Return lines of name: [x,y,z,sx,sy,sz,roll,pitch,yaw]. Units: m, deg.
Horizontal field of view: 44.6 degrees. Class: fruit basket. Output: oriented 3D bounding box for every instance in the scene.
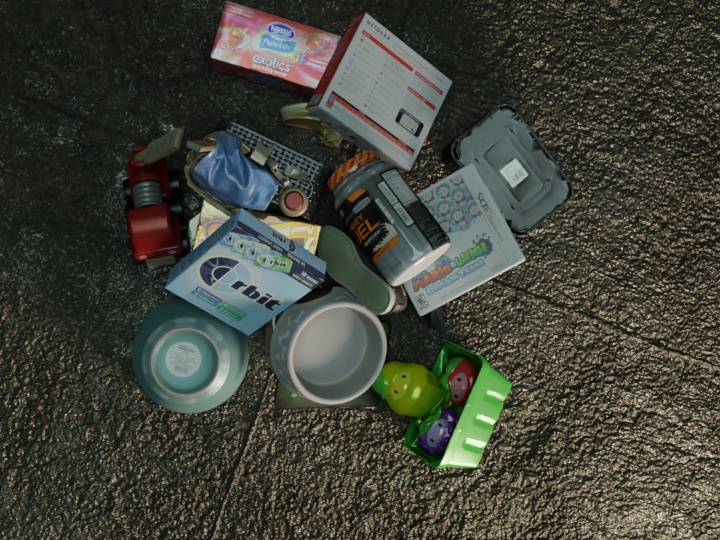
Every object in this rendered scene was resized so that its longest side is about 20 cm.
fruit basket: [0.125,0.218,1.494,0.215,0.155,0.216,-4,100,-23]

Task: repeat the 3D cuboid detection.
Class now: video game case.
video game case: [0.142,-0.050,1.452,0.200,0.024,0.182,-29,84,15]

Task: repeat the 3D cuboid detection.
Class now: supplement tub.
supplement tub: [0.041,-0.086,1.404,0.122,0.123,0.200,-35,81,-4]

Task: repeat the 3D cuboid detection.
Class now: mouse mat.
mouse mat: [-0.045,0.160,1.496,0.199,0.008,0.162,2,102,-23]

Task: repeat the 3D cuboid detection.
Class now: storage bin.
storage bin: [-0.156,-0.164,1.453,0.199,0.135,0.094,24,89,-6]
storage bin: [0.250,-0.168,1.512,0.135,0.094,0.200,-39,94,-4]

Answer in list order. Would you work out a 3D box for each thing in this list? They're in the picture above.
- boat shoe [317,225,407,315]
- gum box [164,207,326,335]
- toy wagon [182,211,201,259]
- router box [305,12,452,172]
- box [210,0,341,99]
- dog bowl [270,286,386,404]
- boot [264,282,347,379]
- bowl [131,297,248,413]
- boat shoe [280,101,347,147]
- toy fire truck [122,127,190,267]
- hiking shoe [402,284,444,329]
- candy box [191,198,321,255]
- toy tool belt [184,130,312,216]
boat shoe: [0.000,0.000,1.468,0.201,0.060,0.072,49,117,30]
gum box: [-0.183,0.008,1.390,0.170,0.045,0.200,33,132,-26]
toy wagon: [-0.206,-0.023,1.500,0.155,0.040,0.200,-38,95,-4]
router box: [0.035,-0.289,1.452,0.200,0.049,0.180,32,77,-27]
box: [-0.141,-0.365,1.471,0.199,0.095,0.103,16,88,-6]
dog bowl: [-0.046,0.129,1.453,0.199,0.059,0.201,-6,106,-22]
boot: [-0.072,0.112,1.510,0.199,0.070,0.147,-18,102,-11]
bowl: [-0.287,0.147,1.463,0.200,0.105,0.202,0,92,-7]
boat shoe: [-0.038,-0.244,1.496,0.199,0.074,0.067,4,85,-6]
toy fire truck: [-0.321,-0.123,1.387,0.128,0.200,0.177,-10,65,-5]
hiking shoe: [0.069,0.026,1.521,0.100,0.076,0.200,-32,85,4]
candy box: [-0.173,-0.041,1.455,0.199,0.055,0.116,13,93,-7]
toy tool belt: [-0.167,-0.139,1.321,0.200,0.123,0.125,28,89,-6]
